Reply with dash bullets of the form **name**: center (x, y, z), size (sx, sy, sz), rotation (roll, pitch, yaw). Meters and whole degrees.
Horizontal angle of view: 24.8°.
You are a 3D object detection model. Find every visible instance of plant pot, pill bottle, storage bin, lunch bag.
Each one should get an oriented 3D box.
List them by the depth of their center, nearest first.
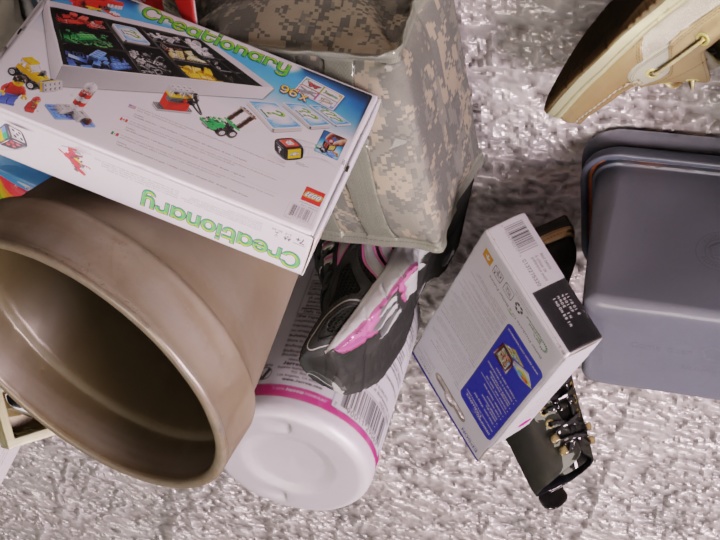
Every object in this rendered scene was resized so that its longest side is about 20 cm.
- **plant pot**: center (-0.116, -0.001, 0.963), size (0.199, 0.174, 0.200), rotation (25, 146, 19)
- **lunch bag**: center (-0.039, -0.109, 1.031), size (0.199, 0.118, 0.164), rotation (8, 136, 22)
- **storage bin**: center (0.227, 0.014, 1.044), size (0.199, 0.135, 0.146), rotation (9, 139, 14)
- **pill bottle**: center (-0.022, 0.055, 1.139), size (0.113, 0.201, 0.114), rotation (11, 139, 10)

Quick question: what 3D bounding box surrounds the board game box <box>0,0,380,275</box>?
- **board game box**: center (-0.100, -0.085, 0.904), size (0.199, 0.127, 0.035), rotation (22, 136, 2)

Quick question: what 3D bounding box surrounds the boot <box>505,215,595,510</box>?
- **boot**: center (0.134, 0.065, 1.131), size (0.077, 0.139, 0.200), rotation (-21, 155, -18)

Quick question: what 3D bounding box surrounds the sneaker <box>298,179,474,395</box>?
- **sneaker**: center (0.000, 0.000, 1.078), size (0.086, 0.200, 0.081), rotation (19, 131, 15)

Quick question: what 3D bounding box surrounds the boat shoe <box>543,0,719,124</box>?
- **boat shoe**: center (0.182, -0.138, 0.938), size (0.066, 0.074, 0.200), rotation (36, 138, -11)

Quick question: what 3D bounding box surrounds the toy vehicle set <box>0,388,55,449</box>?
- **toy vehicle set**: center (-0.171, 0.035, 1.145), size (0.026, 0.199, 0.125), rotation (-11, 95, 65)

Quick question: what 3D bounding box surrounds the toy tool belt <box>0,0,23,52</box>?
- **toy tool belt**: center (-0.323, -0.164, 1.048), size (0.199, 0.123, 0.125), rotation (20, 139, 20)

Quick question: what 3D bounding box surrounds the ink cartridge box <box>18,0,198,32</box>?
- **ink cartridge box**: center (-0.162, -0.178, 0.986), size (0.176, 0.045, 0.201), rotation (45, 153, 33)

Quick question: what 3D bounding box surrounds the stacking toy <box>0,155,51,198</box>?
- **stacking toy**: center (-0.226, -0.060, 1.187), size (0.116, 0.110, 0.200), rotation (27, 151, -12)

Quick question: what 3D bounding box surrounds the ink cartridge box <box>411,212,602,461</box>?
- **ink cartridge box**: center (0.091, 0.049, 1.075), size (0.095, 0.037, 0.200), rotation (59, 155, 16)

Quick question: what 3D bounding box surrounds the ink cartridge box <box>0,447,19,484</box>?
- **ink cartridge box**: center (-0.333, 0.065, 1.319), size (0.082, 0.147, 0.201), rotation (5, 137, 19)
